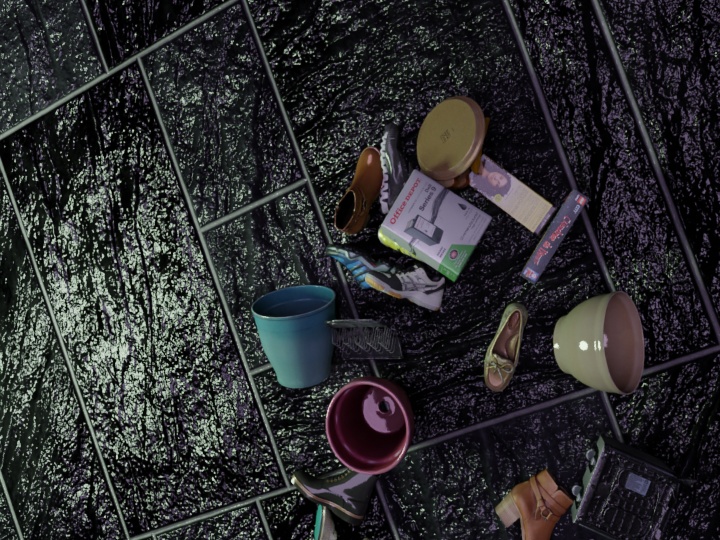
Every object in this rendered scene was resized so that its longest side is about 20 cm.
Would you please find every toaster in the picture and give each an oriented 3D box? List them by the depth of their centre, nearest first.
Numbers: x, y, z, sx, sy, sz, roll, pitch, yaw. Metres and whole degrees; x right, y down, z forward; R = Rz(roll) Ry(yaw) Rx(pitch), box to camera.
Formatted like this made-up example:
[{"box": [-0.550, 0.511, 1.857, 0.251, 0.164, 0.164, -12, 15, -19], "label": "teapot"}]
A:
[{"box": [0.553, 0.463, 1.441, 0.195, 0.119, 0.186, 21, 96, 9], "label": "toaster"}]

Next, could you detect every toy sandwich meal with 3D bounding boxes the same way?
[{"box": [0.204, -0.275, 1.518, 0.202, 0.069, 0.212, -14, 69, 41], "label": "toy sandwich meal"}]

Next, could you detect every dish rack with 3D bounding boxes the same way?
[{"box": [0.006, 0.153, 1.564, 0.149, 0.200, 0.056, -4, 69, 17], "label": "dish rack"}]

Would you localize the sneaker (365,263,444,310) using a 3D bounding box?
[{"box": [0.102, 0.021, 1.555, 0.196, 0.075, 0.090, 18, 93, -26], "label": "sneaker"}]

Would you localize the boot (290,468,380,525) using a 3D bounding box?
[{"box": [-0.056, 0.499, 1.675, 0.196, 0.077, 0.141, 28, 95, 2], "label": "boot"}]

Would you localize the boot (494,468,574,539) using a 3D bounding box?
[{"box": [0.412, 0.555, 1.531, 0.154, 0.074, 0.201, -40, 88, 9], "label": "boot"}]

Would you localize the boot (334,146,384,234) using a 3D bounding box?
[{"box": [-0.008, -0.182, 1.558, 0.075, 0.155, 0.205, 21, 100, 14], "label": "boot"}]

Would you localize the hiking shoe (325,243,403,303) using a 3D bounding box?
[{"box": [0.000, 0.000, 1.612, 0.196, 0.074, 0.089, 23, 100, 14], "label": "hiking shoe"}]

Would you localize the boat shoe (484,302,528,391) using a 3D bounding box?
[{"box": [0.317, 0.172, 1.533, 0.071, 0.063, 0.206, 15, 99, 14], "label": "boat shoe"}]

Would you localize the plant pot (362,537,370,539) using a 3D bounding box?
[{"box": [0.018, 0.795, 1.613, 0.198, 0.177, 0.203, 34, 102, 12], "label": "plant pot"}]

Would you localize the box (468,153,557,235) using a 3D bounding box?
[{"box": [0.328, -0.165, 1.512, 0.198, 0.050, 0.076, 37, 104, 11], "label": "box"}]

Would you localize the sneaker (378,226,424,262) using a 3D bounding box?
[{"box": [0.130, -0.063, 1.566, 0.195, 0.076, 0.078, 18, 99, 14], "label": "sneaker"}]

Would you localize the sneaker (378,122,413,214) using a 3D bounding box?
[{"box": [0.090, -0.229, 1.571, 0.088, 0.066, 0.207, 4, 99, 20], "label": "sneaker"}]

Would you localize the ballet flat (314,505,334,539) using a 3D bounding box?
[{"box": [-0.088, 0.665, 1.705, 0.061, 0.067, 0.206, 9, 101, -13], "label": "ballet flat"}]

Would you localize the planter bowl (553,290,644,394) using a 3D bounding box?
[{"box": [0.482, 0.150, 1.430, 0.133, 0.197, 0.207, -7, 92, 44], "label": "planter bowl"}]

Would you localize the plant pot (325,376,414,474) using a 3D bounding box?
[{"box": [0.038, 0.332, 1.570, 0.194, 0.179, 0.207, 1, 94, 17], "label": "plant pot"}]

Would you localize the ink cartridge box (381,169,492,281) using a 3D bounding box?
[{"box": [0.159, -0.096, 1.482, 0.197, 0.084, 0.148, 32, 85, 8], "label": "ink cartridge box"}]

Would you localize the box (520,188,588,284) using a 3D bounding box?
[{"box": [0.404, -0.072, 1.450, 0.037, 0.136, 0.203, 32, 102, 12], "label": "box"}]

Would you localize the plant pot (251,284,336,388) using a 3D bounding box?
[{"box": [-0.141, 0.159, 1.616, 0.194, 0.200, 0.194, -3, 108, 17], "label": "plant pot"}]
